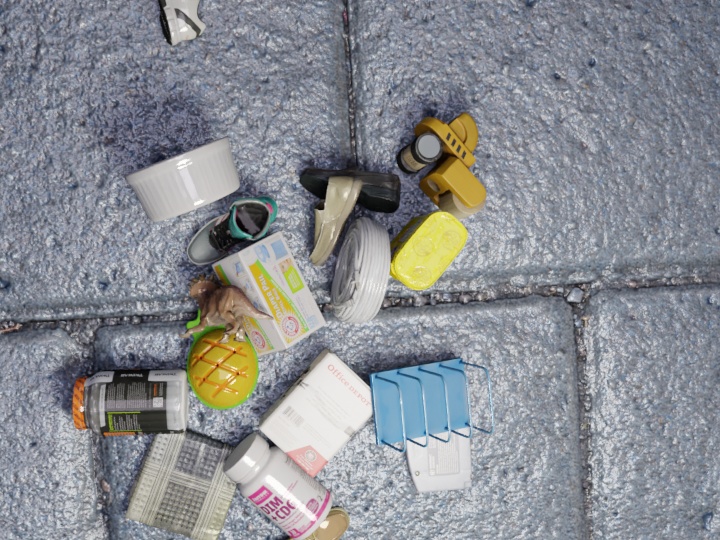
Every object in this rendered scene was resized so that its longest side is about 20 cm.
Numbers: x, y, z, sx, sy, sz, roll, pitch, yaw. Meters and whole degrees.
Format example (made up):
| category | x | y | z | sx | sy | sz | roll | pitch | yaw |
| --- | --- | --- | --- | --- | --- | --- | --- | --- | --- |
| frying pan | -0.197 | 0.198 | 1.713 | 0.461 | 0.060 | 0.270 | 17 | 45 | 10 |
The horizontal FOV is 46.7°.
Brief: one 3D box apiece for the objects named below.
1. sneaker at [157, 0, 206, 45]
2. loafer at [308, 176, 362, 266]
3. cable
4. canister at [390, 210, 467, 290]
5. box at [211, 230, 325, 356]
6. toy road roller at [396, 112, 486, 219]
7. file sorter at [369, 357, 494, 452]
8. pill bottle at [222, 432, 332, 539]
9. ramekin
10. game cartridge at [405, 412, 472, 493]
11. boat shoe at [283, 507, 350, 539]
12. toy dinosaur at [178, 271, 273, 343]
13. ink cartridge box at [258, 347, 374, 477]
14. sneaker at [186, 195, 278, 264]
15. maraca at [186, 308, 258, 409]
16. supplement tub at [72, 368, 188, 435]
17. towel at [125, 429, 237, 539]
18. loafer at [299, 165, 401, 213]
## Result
| category | x | y | z | sx | sy | sz | roll | pitch | yaw |
| --- | --- | --- | --- | --- | --- | --- | --- | --- | --- |
| sneaker | -0.348 | -0.527 | 1.564 | 0.080 | 0.074 | 0.201 | -16 | 99 | -20 |
| loafer | -0.059 | -0.099 | 1.585 | 0.068 | 0.076 | 0.200 | 26 | 117 | -1 |
| cable | 0.000 | 0.000 | 1.559 | 0.069 | 0.200 | 0.201 | 13 | 69 | -12 |
| canister | 0.113 | -0.040 | 1.568 | 0.086 | 0.200 | 0.149 | 40 | 88 | -7 |
| box | -0.171 | 0.046 | 1.567 | 0.112 | 0.101 | 0.201 | -32 | 98 | -41 |
| toy road roller | 0.181 | -0.212 | 1.612 | 0.146 | 0.123 | 0.200 | -43 | 96 | -15 |
| file sorter | 0.136 | 0.252 | 1.567 | 0.199 | 0.123 | 0.139 | -7 | 93 | -22 |
| pill bottle | -0.159 | 0.411 | 1.593 | 0.200 | 0.113 | 0.113 | 44 | 87 | -11 |
| ramekin | -0.317 | -0.164 | 1.516 | 0.200 | 0.200 | 0.098 | -22 | 103 | -5 |
| game cartridge | 0.154 | 0.341 | 1.675 | 0.132 | 0.042 | 0.201 | -3 | 93 | -3 |
| boat shoe | -0.105 | 0.542 | 1.636 | 0.200 | 0.066 | 0.074 | -35 | 96 | -4 |
| toy dinosaur | -0.251 | 0.058 | 1.514 | 0.199 | 0.086 | 0.136 | -8 | 71 | 33 |
| ink cartridge box | -0.078 | 0.272 | 1.618 | 0.147 | 0.083 | 0.200 | 44 | 87 | -7 |
| sneaker | -0.241 | -0.074 | 1.563 | 0.200 | 0.121 | 0.084 | -35 | 95 | -3 |
| maraca | -0.265 | 0.163 | 1.582 | 0.136 | 0.107 | 0.201 | -10 | 78 | -3 |
| supplement tub | -0.425 | 0.245 | 1.555 | 0.199 | 0.123 | 0.123 | 0 | 93 | -7 |
| towel | -0.339 | 0.415 | 1.624 | 0.192 | 0.035 | 0.201 | 21 | 88 | -10 |
| loafer | -0.018 | -0.169 | 1.621 | 0.199 | 0.073 | 0.073 | 14 | 62 | -5 |
